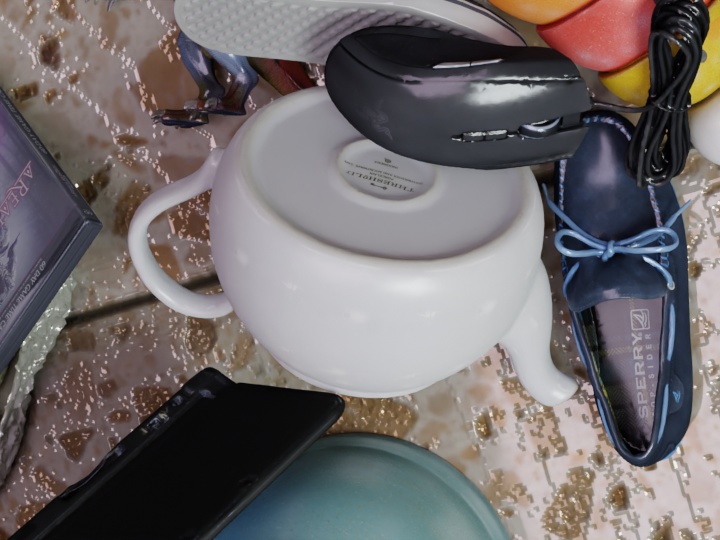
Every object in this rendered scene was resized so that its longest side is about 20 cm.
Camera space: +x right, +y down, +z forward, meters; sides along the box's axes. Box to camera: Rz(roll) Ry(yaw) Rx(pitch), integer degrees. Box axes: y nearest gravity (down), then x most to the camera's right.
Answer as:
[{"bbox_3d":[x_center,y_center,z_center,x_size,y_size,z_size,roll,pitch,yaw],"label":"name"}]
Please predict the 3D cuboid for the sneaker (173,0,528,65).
[{"bbox_3d":[0.002,-0.152,0.971,0.198,0.080,0.079,15,144,-1],"label":"sneaker"}]

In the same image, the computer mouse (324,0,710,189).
[{"bbox_3d":[0.079,-0.100,0.891,0.198,0.046,0.141,11,137,3],"label":"computer mouse"}]

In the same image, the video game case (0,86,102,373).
[{"bbox_3d":[-0.248,-0.038,1.087,0.143,0.019,0.200,-52,55,18],"label":"video game case"}]

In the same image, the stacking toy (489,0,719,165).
[{"bbox_3d":[0.160,-0.139,0.938,0.146,0.146,0.200,-38,103,19],"label":"stacking toy"}]

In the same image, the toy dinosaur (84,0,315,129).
[{"bbox_3d":[-0.099,-0.180,1.048,0.198,0.105,0.183,3,85,-19],"label":"toy dinosaur"}]

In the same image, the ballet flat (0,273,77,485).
[{"bbox_3d":[-0.245,0.072,1.118,0.071,0.072,0.201,27,106,13],"label":"ballet flat"}]

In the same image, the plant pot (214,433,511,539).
[{"bbox_3d":[-0.016,0.207,1.022,0.199,0.134,0.202,2,98,19],"label":"plant pot"}]

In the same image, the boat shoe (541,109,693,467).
[{"bbox_3d":[0.152,0.009,0.971,0.084,0.069,0.201,-16,91,19],"label":"boat shoe"}]

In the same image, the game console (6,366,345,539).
[{"bbox_3d":[-0.110,0.157,0.974,0.116,0.200,0.177,32,143,26],"label":"game console"}]

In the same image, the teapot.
[{"bbox_3d":[0.000,0.000,0.977,0.200,0.196,0.147,48,142,35],"label":"teapot"}]
